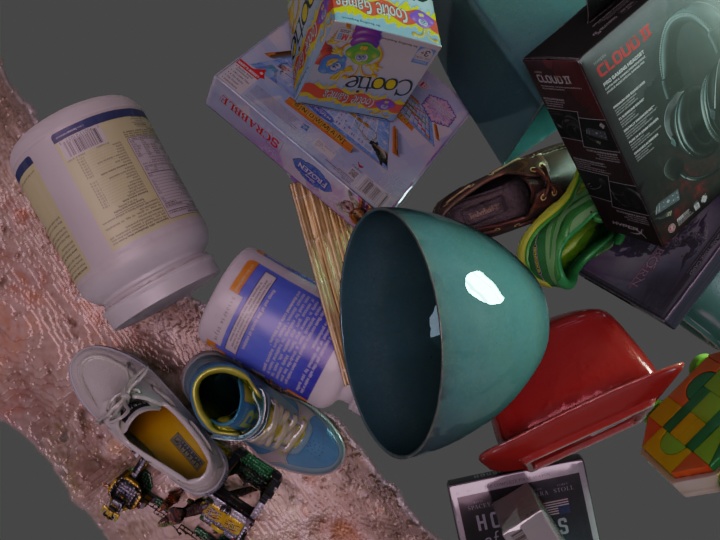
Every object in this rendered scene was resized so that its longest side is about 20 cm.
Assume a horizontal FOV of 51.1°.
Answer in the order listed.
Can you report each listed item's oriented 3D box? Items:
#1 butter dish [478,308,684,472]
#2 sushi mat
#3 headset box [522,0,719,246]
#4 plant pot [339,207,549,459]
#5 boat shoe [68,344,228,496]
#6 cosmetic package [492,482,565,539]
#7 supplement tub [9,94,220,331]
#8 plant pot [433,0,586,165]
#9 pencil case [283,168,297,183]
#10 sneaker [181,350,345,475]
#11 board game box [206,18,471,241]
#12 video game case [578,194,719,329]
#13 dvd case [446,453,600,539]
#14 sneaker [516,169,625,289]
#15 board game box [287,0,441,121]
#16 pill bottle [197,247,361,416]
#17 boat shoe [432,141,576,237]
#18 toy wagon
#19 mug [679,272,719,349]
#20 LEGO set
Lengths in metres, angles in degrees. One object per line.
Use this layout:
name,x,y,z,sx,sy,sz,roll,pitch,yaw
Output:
butter dish,0.189,0.100,0.741,0.197,0.200,0.149,-25,67,6
sushi mat,0.000,0.000,0.727,0.094,0.012,0.203,-14,87,-18
headset box,0.236,-0.148,0.613,0.148,0.077,0.201,-39,117,-9
plant pot,0.078,0.045,0.639,0.133,0.200,0.203,-4,93,-23
boat shoe,-0.213,0.136,0.718,0.202,0.086,0.075,41,74,16
cosmetic package,0.208,0.323,0.760,0.050,0.083,0.201,-31,91,2
supplement tub,-0.244,-0.056,0.765,0.144,0.145,0.202,-29,91,5
plant pot,0.147,-0.240,0.719,0.140,0.141,0.201,-33,81,-11
pencil case,-0.049,-0.113,0.782,0.085,0.084,0.201,-35,87,40
sneaker,-0.095,0.157,0.761,0.199,0.130,0.080,31,83,-10
board game box,-0.012,-0.159,0.732,0.199,0.041,0.200,40,52,-1
video game case,0.272,-0.040,0.704,0.019,0.200,0.144,33,96,-19
dvd case,0.186,0.312,0.813,0.148,0.025,0.203,-13,93,4
sneaker,0.234,-0.065,0.721,0.074,0.084,0.201,28,98,-35
board game box,-0.005,-0.258,0.700,0.104,0.103,0.202,6,60,-23
pill bottle,-0.056,0.070,0.774,0.198,0.112,0.113,30,95,3
boat shoe,0.168,-0.079,0.772,0.198,0.070,0.071,-26,87,4
toy wagon,0.360,0.125,0.724,0.040,0.155,0.200,41,95,-13
mug,0.344,0.009,0.706,0.151,0.185,0.115,36,98,-14
LEGO set,-0.181,0.241,0.789,0.200,0.116,0.154,41,95,2
